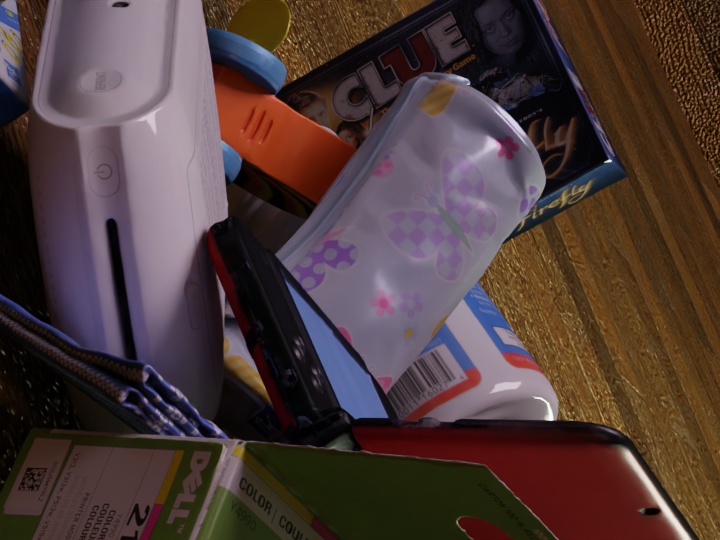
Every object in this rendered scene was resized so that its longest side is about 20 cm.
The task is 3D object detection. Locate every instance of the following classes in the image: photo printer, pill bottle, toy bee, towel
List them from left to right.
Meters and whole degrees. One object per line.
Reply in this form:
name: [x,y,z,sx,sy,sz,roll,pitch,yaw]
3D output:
photo printer: [-0.096,-0.031,1.164,0.200,0.069,0.166,-94,178,-61]
toy bee: [-0.085,-0.090,1.337,0.109,0.131,0.200,10,-41,55]
towel: [-0.046,0.074,1.047,0.200,0.024,0.145,40,-9,-31]
pill bottle: [0.005,0.023,1.404,0.200,0.112,0.112,56,10,29]

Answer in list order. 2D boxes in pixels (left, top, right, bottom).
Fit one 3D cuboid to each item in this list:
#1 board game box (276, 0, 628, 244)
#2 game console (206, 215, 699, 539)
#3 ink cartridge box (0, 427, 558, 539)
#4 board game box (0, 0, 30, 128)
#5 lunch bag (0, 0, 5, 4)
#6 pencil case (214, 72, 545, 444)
board game box: [0.028,-0.064,1.502,0.035,0.200,0.136,34,30,-63]
game console: [0.045,0.059,1.124,0.172,0.119,0.200,65,7,31]
ink cartridge box: [-0.017,0.125,0.952,0.148,0.200,0.076,48,54,-41]
board game box: [-0.222,-0.173,1.129,0.200,0.056,0.196,48,19,-41]
lunch bag: [-0.164,-0.216,1.052,0.200,0.127,0.170,50,14,-16]
pencil case: [0.000,0.000,1.293,0.091,0.200,0.083,46,-20,-13]
